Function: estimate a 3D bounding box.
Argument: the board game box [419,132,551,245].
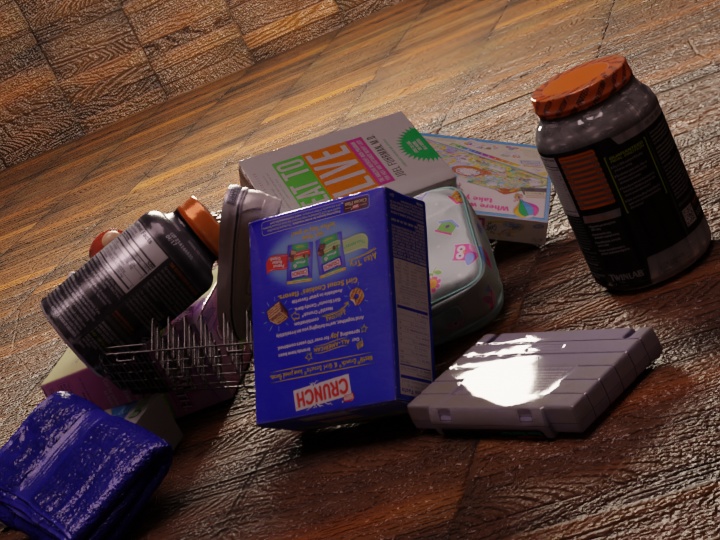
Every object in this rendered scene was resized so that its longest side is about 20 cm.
[{"bbox_3d":[0.112,-0.095,1.744,0.199,0.034,0.135,7,42,6],"label":"board game box"}]

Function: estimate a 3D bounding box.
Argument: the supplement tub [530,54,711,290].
[{"bbox_3d":[0.242,-0.093,1.483,0.122,0.201,0.123,-23,17,7],"label":"supplement tub"}]

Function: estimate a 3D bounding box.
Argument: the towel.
[{"bbox_3d":[-0.282,0.196,1.523,0.200,0.050,0.148,17,66,46],"label":"towel"}]

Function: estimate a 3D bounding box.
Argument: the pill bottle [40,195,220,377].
[{"bbox_3d":[-0.228,0.011,1.646,0.200,0.106,0.106,-40,18,-5],"label":"pill bottle"}]

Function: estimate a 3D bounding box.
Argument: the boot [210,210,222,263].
[{"bbox_3d":[-0.125,-0.004,1.729,0.075,0.108,0.200,-18,29,-34],"label":"boot"}]

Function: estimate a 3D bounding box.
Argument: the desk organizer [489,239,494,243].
[{"bbox_3d":[0.064,-0.071,1.811,0.199,0.077,0.072,10,59,8],"label":"desk organizer"}]

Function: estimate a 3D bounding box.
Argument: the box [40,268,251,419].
[{"bbox_3d":[-0.233,0.100,1.788,0.199,0.097,0.176,-22,17,15],"label":"box"}]

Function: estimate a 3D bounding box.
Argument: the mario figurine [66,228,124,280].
[{"bbox_3d":[-0.263,-0.007,1.791,0.123,0.107,0.200,4,10,-29],"label":"mario figurine"}]

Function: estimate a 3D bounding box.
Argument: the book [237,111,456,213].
[{"bbox_3d":[-0.014,-0.094,1.691,0.199,0.048,0.134,-20,43,-17],"label":"book"}]

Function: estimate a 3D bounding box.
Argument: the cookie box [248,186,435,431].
[{"bbox_3d":[-0.019,0.041,1.476,0.171,0.201,0.075,-13,-17,36],"label":"cookie box"}]

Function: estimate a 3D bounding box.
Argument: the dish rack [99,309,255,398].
[{"bbox_3d":[-0.163,0.085,1.609,0.199,0.055,0.154,-5,-23,3],"label":"dish rack"}]

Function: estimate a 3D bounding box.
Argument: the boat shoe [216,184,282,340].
[{"bbox_3d":[-0.107,-0.001,1.614,0.069,0.201,0.071,11,40,6],"label":"boat shoe"}]

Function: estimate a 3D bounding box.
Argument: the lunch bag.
[{"bbox_3d":[0.040,0.018,1.594,0.199,0.077,0.161,-25,47,12],"label":"lunch bag"}]

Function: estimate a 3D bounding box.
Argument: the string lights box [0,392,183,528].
[{"bbox_3d":[-0.296,0.201,1.642,0.199,0.059,0.103,-18,19,25],"label":"string lights box"}]

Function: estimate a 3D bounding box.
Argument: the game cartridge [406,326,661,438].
[{"bbox_3d":[0.146,0.097,1.353,0.200,0.038,0.130,-5,31,50],"label":"game cartridge"}]
